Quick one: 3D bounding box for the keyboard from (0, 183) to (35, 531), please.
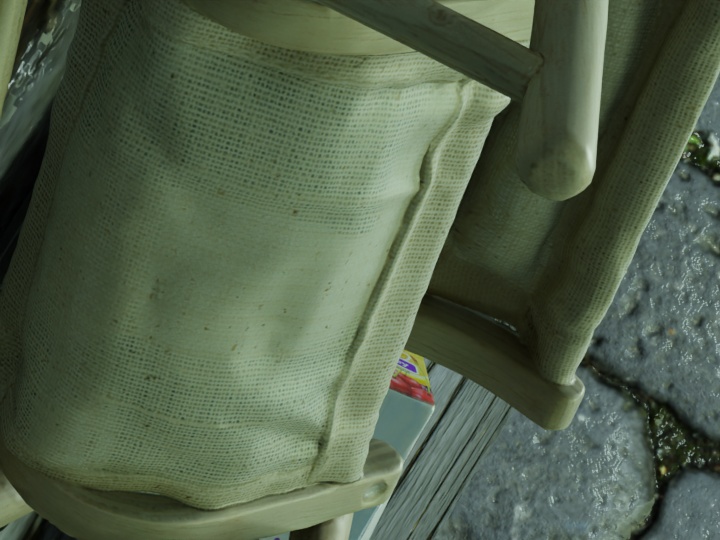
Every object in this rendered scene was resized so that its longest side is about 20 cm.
[{"bbox_3d":[-0.093,0.026,0.662,0.200,0.021,0.127,-57,166,-2],"label":"keyboard"}]

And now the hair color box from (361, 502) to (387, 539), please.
[{"bbox_3d":[-0.059,0.188,1.333,0.109,0.065,0.200,-49,166,-47],"label":"hair color box"}]

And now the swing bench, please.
[{"bbox_3d":[-0.004,-0.020,0.580,0.200,0.130,0.199,-49,163,-53],"label":"swing bench"}]

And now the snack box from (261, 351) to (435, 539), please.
[{"bbox_3d":[-0.047,0.092,0.918,0.200,0.053,0.142,-60,-164,17],"label":"snack box"}]
